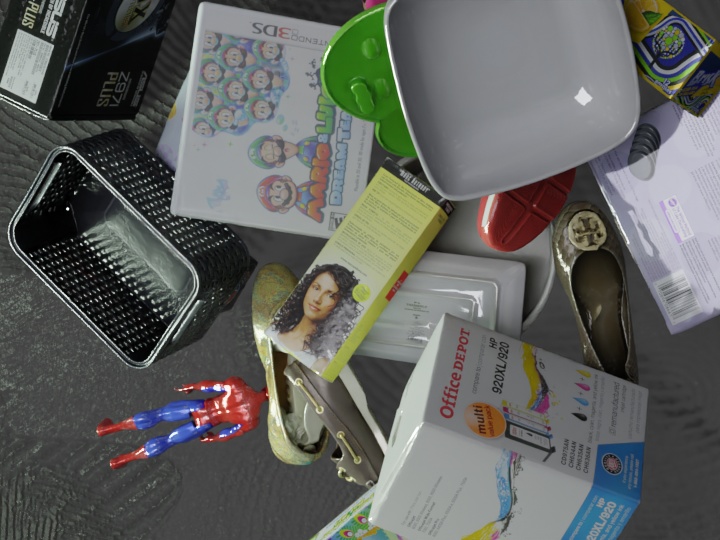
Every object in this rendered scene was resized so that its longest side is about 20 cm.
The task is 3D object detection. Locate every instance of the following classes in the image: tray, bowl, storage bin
[{"bbox_3d":[0.055,0.036,1.652,0.199,0.022,0.108,7,99,24],"label":"tray"},{"bbox_3d":[0.122,-0.176,1.476,0.199,0.075,0.201,-19,113,-3],"label":"bowl"},{"bbox_3d":[-0.221,-0.023,1.691,0.200,0.094,0.135,43,120,11],"label":"storage bin"}]

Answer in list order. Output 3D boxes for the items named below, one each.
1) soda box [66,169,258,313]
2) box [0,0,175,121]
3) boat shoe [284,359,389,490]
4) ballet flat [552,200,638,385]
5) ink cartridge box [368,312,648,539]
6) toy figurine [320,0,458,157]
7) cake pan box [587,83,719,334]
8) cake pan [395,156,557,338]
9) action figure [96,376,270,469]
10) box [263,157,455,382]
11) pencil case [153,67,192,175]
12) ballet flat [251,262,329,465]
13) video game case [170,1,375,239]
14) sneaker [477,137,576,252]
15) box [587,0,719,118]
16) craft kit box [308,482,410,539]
[{"bbox_3d":[-0.204,-0.038,1.774,0.200,0.071,0.063,39,113,15],"label":"soda box"},{"bbox_3d":[-0.264,-0.254,1.731,0.086,0.164,0.201,25,104,20],"label":"box"},{"bbox_3d":[-0.004,0.163,1.683,0.059,0.072,0.201,-28,104,0],"label":"boat shoe"},{"bbox_3d":[0.217,0.036,1.595,0.067,0.046,0.201,-10,94,-10],"label":"ballet flat"},{"bbox_3d":[0.130,0.162,1.547,0.199,0.148,0.145,21,130,-4],"label":"ink cartridge box"},{"bbox_3d":[0.030,-0.235,1.615,0.149,0.200,0.185,-15,52,4],"label":"toy figurine"},{"bbox_3d":[0.319,-0.063,1.551,0.184,0.052,0.201,-29,83,26],"label":"cake pan box"},{"bbox_3d":[0.095,-0.020,1.661,0.199,0.037,0.201,2,96,24],"label":"cake pan"},{"bbox_3d":[-0.166,0.148,1.790,0.199,0.052,0.066,-18,93,20],"label":"action figure"},{"bbox_3d":[0.000,0.000,1.624,0.075,0.050,0.200,34,87,17],"label":"box"},{"bbox_3d":[-0.140,-0.149,1.730,0.090,0.083,0.201,25,106,5],"label":"pencil case"},{"bbox_3d":[-0.062,0.092,1.723,0.070,0.071,0.201,-2,98,24],"label":"ballet flat"},{"bbox_3d":[-0.076,-0.138,1.660,0.181,0.024,0.201,8,87,-14],"label":"video game case"},{"bbox_3d":[0.136,-0.112,1.596,0.115,0.078,0.201,11,70,52],"label":"sneaker"},{"bbox_3d":[0.229,-0.220,1.536,0.200,0.070,0.064,43,103,29],"label":"box"},{"bbox_3d":[0.053,0.297,1.672,0.200,0.049,0.197,44,115,-9],"label":"craft kit box"}]
